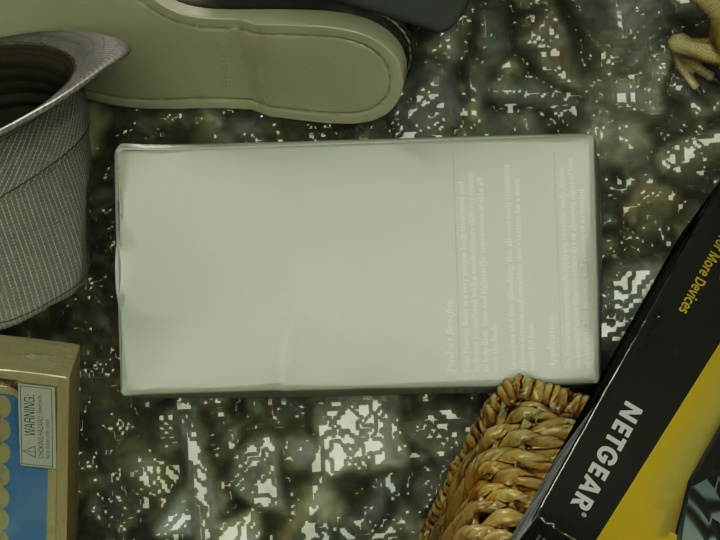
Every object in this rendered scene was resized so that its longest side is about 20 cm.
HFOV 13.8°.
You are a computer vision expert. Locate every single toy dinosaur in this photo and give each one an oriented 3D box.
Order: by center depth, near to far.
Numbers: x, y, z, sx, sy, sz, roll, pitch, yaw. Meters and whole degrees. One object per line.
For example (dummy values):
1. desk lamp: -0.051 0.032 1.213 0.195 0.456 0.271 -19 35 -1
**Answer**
1. toy dinosaur: 0.161 -0.106 1.219 0.200 0.101 0.058 22 82 -1

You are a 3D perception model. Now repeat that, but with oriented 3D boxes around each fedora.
1. fedora: -0.166 -0.025 1.202 0.177 0.200 0.090 -34 112 -31

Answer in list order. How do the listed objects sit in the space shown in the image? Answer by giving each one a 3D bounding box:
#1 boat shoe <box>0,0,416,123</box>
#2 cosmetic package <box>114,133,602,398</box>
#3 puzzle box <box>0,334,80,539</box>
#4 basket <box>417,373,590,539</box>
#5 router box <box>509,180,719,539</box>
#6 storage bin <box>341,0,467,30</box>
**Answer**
1. boat shoe: -0.073 -0.112 1.265 0.199 0.073 0.063 11 43 9
2. cosmetic package: 0.000 0.000 1.231 0.199 0.090 0.107 0 86 5
3. puzzle box: -0.182 0.110 1.205 0.133 0.025 0.200 6 122 4
4. basket: 0.110 0.162 1.198 0.200 0.143 0.149 21 53 -6
5. router box: 0.163 0.078 1.151 0.157 0.052 0.200 32 52 1
6. storage bin: 0.000 -0.188 1.199 0.134 0.146 0.200 23 50 -5
